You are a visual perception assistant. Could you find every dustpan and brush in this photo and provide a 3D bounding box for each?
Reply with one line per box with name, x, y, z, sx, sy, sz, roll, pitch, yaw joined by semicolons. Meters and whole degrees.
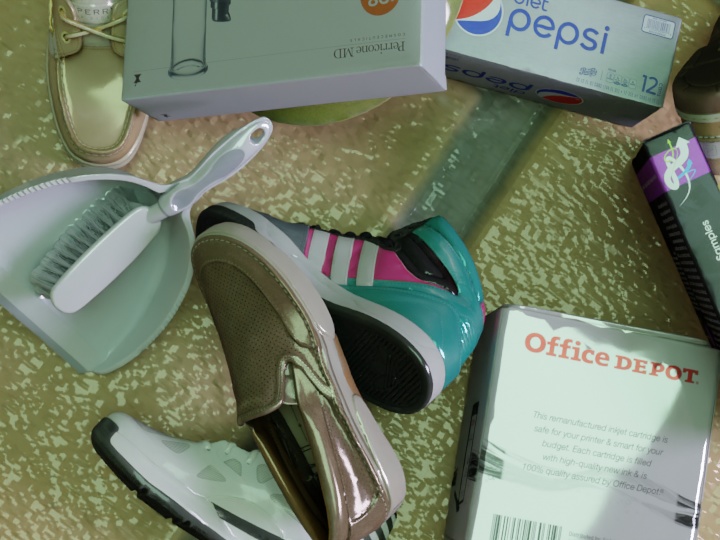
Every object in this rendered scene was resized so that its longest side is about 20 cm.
dustpan and brush;-0.134;-0.029;0.738;0.200;0.057;0.140;-43;122;0

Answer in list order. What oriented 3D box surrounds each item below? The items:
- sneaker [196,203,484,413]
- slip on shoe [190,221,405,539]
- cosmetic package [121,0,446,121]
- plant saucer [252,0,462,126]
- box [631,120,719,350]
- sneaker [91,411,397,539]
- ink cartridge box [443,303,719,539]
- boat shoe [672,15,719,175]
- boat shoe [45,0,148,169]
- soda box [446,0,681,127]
sneaker;0.000;0.000;0.777;0.199;0.084;0.120;33;41;26
slip on shoe;-0.048;0.067;0.712;0.060;0.076;0.202;-29;92;-44
cosmetic package;-0.046;-0.177;0.740;0.197;0.052;0.153;-3;81;22
plant saucer;-0.028;-0.194;0.779;0.197;0.031;0.203;-5;78;22
box;0.228;0.010;0.771;0.036;0.143;0.202;-22;87;9
sneaker;-0.064;0.123;0.774;0.199;0.076;0.116;36;73;-9
ink cartridge box;0.135;0.135;0.777;0.144;0.084;0.203;11;82;-4
boat shoe;0.269;-0.134;0.818;0.200;0.071;0.077;-41;124;-32
boat shoe;-0.171;-0.168;0.787;0.073;0.069;0.203;-2;84;-6
soda box;0.105;-0.155;0.815;0.197;0.068;0.064;14;85;-3
